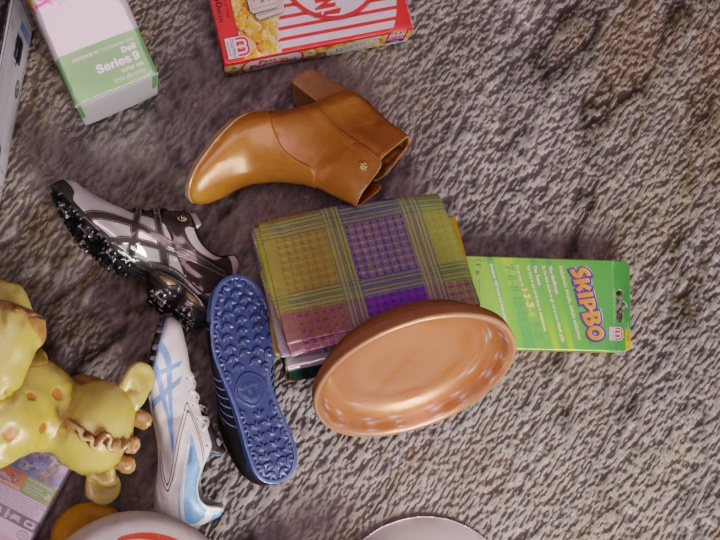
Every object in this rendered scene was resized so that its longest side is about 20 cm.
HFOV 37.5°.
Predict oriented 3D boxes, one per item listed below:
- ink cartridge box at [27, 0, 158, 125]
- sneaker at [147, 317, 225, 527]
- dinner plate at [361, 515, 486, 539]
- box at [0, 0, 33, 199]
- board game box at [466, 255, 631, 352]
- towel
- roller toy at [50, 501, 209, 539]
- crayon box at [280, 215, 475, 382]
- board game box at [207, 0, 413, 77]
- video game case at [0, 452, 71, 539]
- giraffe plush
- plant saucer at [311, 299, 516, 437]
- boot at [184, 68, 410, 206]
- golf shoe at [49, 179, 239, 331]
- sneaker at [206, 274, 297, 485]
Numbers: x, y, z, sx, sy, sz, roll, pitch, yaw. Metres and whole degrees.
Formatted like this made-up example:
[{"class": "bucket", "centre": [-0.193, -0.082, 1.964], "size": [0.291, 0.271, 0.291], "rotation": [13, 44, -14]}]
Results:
[{"class": "ink cartridge box", "centre": [-0.267, -0.252, 1.000], "size": [0.087, 0.145, 0.201], "rotation": [-25, 95, -9]}, {"class": "sneaker", "centre": [-0.168, 0.144, 1.015], "size": [0.072, 0.072, 0.201], "rotation": [-5, 86, -9]}, {"class": "dinner plate", "centre": [0.064, 0.345, 1.042], "size": [0.199, 0.024, 0.202], "rotation": [1, 82, -7]}, {"class": "box", "centre": [-0.366, -0.163, 1.007], "size": [0.060, 0.117, 0.201], "rotation": [9, 80, -8]}, {"class": "board game box", "centre": [0.180, 0.035, 1.092], "size": [0.199, 0.030, 0.096], "rotation": [1, 83, -4]}, {"class": "towel", "centre": [0.000, 0.000, 1.013], "size": [0.199, 0.023, 0.144], "rotation": [-13, 64, -10]}, {"class": "roller toy", "centre": [-0.209, 0.316, 0.940], "size": [0.199, 0.140, 0.183], "rotation": [30, 57, -6]}, {"class": "crayon box", "centre": [0.011, 0.027, 1.048], "size": [0.199, 0.051, 0.128], "rotation": [-10, 71, -8]}, {"class": "board game box", "centre": [-0.060, -0.296, 1.094], "size": [0.199, 0.046, 0.152], "rotation": [-13, 85, -9]}, {"class": "video game case", "centre": [-0.355, 0.186, 1.013], "size": [0.143, 0.018, 0.201], "rotation": [28, 81, -2]}, {"class": "giraffe plush", "centre": [-0.275, 0.121, 0.951], "size": [0.161, 0.200, 0.173], "rotation": [17, 116, -28]}, {"class": "plant saucer", "centre": [0.048, 0.089, 0.998], "size": [0.199, 0.201, 0.038], "rotation": [-14, 55, -8]}, {"class": "boot", "centre": [-0.059, -0.103, 1.041], "size": [0.144, 0.071, 0.201], "rotation": [40, 72, 21]}, {"class": "golf shoe", "centre": [-0.209, -0.033, 1.037], "size": [0.200, 0.078, 0.095], "rotation": [40, 69, -8]}, {"class": "sneaker", "centre": [-0.114, 0.107, 1.018], "size": [0.070, 0.078, 0.201], "rotation": [-8, 84, -27]}]
